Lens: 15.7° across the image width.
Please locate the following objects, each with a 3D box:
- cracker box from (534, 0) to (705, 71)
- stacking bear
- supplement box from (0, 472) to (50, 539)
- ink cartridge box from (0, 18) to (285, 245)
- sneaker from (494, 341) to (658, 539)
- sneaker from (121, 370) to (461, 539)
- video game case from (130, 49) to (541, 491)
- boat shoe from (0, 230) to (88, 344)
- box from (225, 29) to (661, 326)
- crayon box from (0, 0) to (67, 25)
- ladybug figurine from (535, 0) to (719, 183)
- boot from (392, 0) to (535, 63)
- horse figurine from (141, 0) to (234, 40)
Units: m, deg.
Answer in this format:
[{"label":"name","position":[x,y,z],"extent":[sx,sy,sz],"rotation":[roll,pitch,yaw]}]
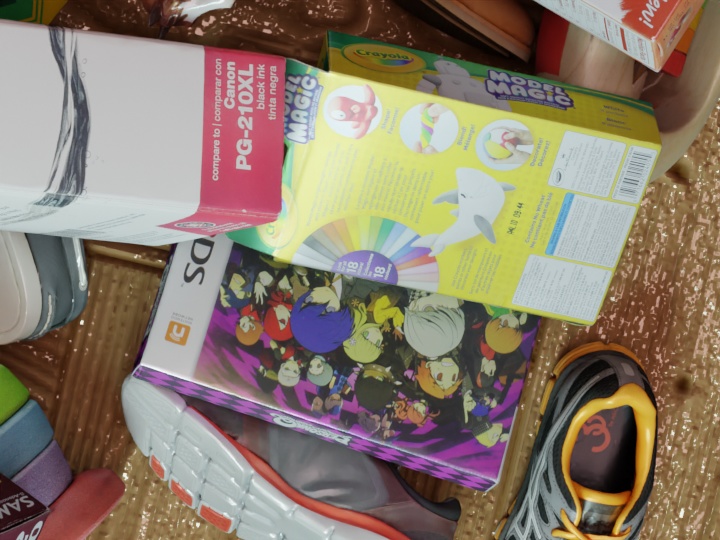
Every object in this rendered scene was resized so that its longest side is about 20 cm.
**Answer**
[{"label":"cracker box","position":[0.099,-0.208,1.296],"extent":[0.199,0.058,0.134],"rotation":[32,84,13]},{"label":"stacking bear","position":[-0.227,0.074,1.338],"extent":[0.121,0.114,0.200],"rotation":[-38,95,-5]},{"label":"supplement box","position":[-0.257,0.110,1.267],"extent":[0.200,0.061,0.109],"rotation":[34,114,18]},{"label":"ink cartridge box","position":[-0.156,-0.066,1.257],"extent":[0.199,0.145,0.085],"rotation":[5,83,-29]},{"label":"sneaker","position":[0.115,0.139,1.401],"extent":[0.078,0.077,0.201],"rotation":[8,93,-9]},{"label":"sneaker","position":[-0.035,0.102,1.395],"extent":[0.200,0.077,0.082],"rotation":[35,57,-1]},{"label":"video game case","position":[0.000,0.000,1.375],"extent":[0.199,0.036,0.182],"rotation":[19,73,-7]},{"label":"boat shoe","position":[-0.185,-0.063,1.371],"extent":[0.062,0.073,0.201],"rotation":[-8,86,-49]},{"label":"box","position":[0.038,-0.047,1.317],"extent":[0.199,0.048,0.118],"rotation":[11,123,-11]},{"label":"crayon box","position":[-0.247,-0.193,1.262],"extent":[0.200,0.173,0.058],"rotation":[38,90,11]},{"label":"ladybug figurine","position":[0.149,-0.142,1.377],"extent":[0.136,0.072,0.201],"rotation":[24,88,-51]},{"label":"boot","position":[0.050,-0.220,1.383],"extent":[0.200,0.077,0.155],"rotation":[40,84,0]},{"label":"horse figurine","position":[-0.058,-0.213,1.276],"extent":[0.132,0.050,0.201],"rotation":[-18,68,7]}]
